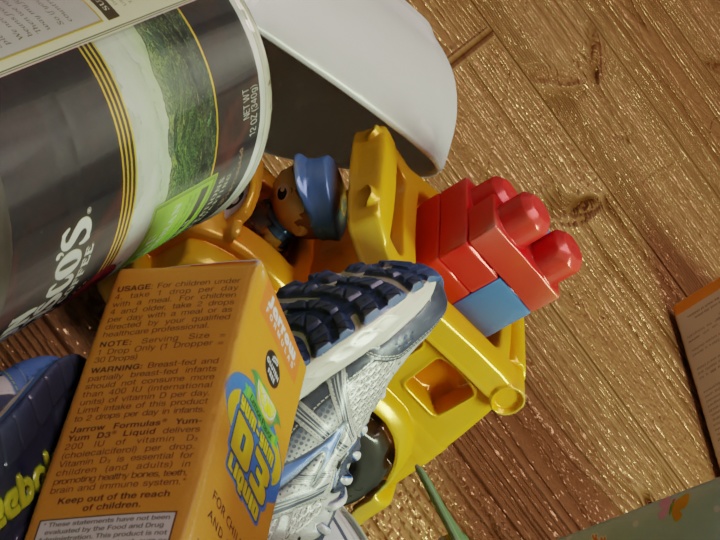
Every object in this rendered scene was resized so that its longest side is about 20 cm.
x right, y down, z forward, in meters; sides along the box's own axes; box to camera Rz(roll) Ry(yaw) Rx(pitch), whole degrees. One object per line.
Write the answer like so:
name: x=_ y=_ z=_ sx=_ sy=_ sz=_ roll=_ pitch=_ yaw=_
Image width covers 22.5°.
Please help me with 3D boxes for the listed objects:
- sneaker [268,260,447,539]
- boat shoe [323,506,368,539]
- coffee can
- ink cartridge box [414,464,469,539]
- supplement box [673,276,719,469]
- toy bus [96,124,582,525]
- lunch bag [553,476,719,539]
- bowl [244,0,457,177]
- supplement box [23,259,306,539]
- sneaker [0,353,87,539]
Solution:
sneaker: x=-0.035 y=0.074 z=0.791 sx=0.085 sy=0.200 sz=0.077 roll=57 pitch=-16 yaw=-27
boat shoe: x=0.005 y=0.178 z=0.818 sx=0.067 sy=0.074 sz=0.200 roll=13 pitch=48 yaw=-53
coffee can: x=-0.146 y=-0.054 z=0.726 sx=0.147 sy=0.146 sz=0.200 roll=55 pitch=34 yaw=-1
ink cartridge box: x=0.043 y=0.166 z=0.654 sx=0.104 sy=0.059 sz=0.200 roll=64 pitch=2 yaw=38
supplement box: x=0.327 y=0.112 z=1.423 sx=0.126 sy=0.073 sz=0.200 roll=34 pitch=33 yaw=-36
toy bus: x=0.000 y=0.000 z=0.880 sx=0.200 sy=0.192 sz=0.136 roll=43 pitch=31 yaw=-26
lunch bag: x=0.213 y=0.199 z=1.028 sx=0.200 sy=0.170 sz=0.122 roll=26 pitch=46 yaw=-44
bowl: x=-0.055 y=-0.128 z=0.934 sx=0.200 sy=0.200 sz=0.075 roll=34 pitch=75 yaw=-36
supplement box: x=-0.073 y=0.085 z=0.663 sx=0.200 sy=0.069 sz=0.067 roll=-81 pitch=158 yaw=-47
sneaker: x=-0.150 y=0.077 z=0.663 sx=0.200 sy=0.082 sz=0.074 roll=-27 pitch=110 yaw=-74
